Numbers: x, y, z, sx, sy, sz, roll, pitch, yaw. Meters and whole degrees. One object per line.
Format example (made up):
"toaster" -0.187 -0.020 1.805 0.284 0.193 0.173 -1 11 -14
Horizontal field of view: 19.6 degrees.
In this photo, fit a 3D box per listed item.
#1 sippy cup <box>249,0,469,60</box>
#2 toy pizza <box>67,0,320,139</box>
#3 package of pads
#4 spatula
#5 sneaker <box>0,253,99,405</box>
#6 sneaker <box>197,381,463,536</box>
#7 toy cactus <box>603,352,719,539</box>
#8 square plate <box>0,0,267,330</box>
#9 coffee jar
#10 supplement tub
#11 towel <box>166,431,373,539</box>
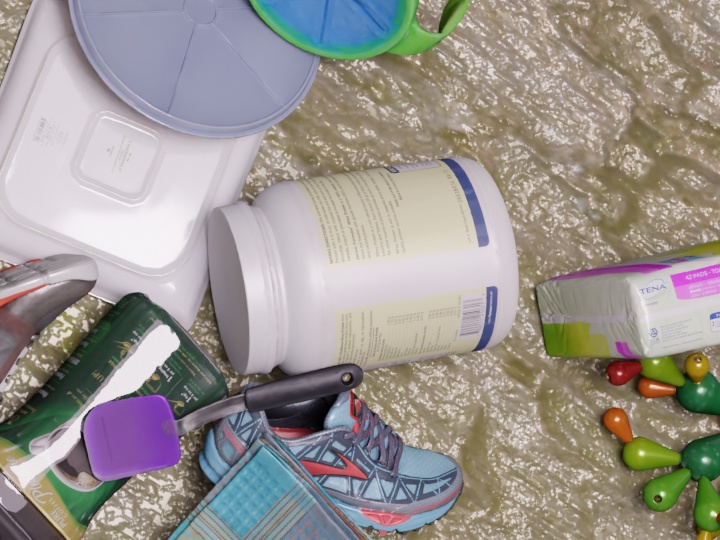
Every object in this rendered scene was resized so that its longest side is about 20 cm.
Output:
"sippy cup" -0.005 -0.247 1.538 0.130 0.139 0.178 -65 144 -41
"toy pizza" -0.123 -0.186 1.540 0.200 0.032 0.201 11 64 -23
"package of pads" 0.236 0.019 1.546 0.154 0.200 0.068 -13 92 -16
"spatula" -0.093 0.096 1.451 0.200 0.021 0.057 -16 106 -14
"sneaker" -0.268 0.057 1.483 0.200 0.077 0.082 -28 103 -3
"sneaker" -0.011 0.130 1.511 0.200 0.079 0.096 10 119 -19
"toy cactus" 0.282 0.130 1.610 0.165 0.102 0.200 -31 90 -28
"square plate" -0.180 -0.081 1.535 0.198 0.028 0.200 23 80 -12
"coffee jar" -0.197 0.116 1.484 0.200 0.085 0.104 -44 104 -15
"supplement tub" 0.000 0.000 1.515 0.200 0.145 0.145 -9 87 -15
"towel" -0.081 0.234 1.473 0.147 0.022 0.200 45 105 11
